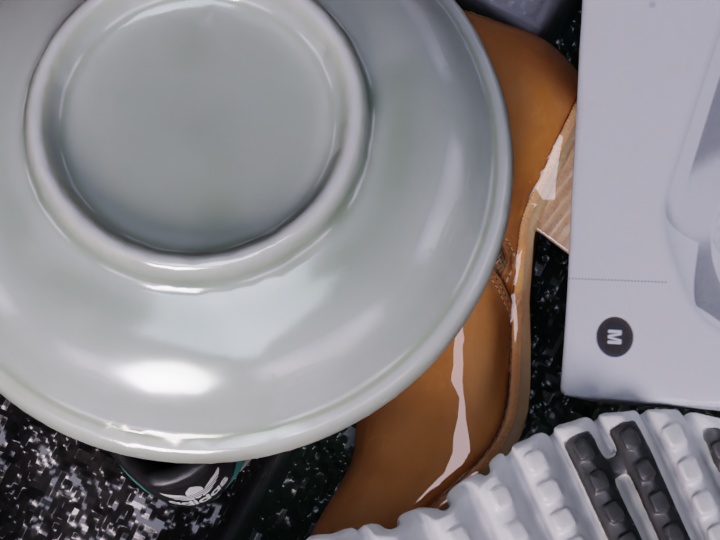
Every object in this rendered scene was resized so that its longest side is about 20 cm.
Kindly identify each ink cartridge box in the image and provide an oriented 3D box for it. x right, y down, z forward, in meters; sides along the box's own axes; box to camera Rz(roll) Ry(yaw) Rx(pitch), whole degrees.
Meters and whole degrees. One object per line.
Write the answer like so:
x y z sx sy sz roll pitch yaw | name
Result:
0.163 -0.052 0.759 0.199 0.041 0.200 1 88 26 | ink cartridge box

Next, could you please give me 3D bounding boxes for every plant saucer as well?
-0.051 -0.041 0.781 0.199 0.050 0.201 -1 71 2 | plant saucer

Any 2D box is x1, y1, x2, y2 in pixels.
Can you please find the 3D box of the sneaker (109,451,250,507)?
-0.086 -0.015 0.830 0.071 0.080 0.201 -25 92 1 | sneaker

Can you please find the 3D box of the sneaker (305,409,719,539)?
0.046 0.099 0.779 0.199 0.081 0.075 -16 73 -9 | sneaker

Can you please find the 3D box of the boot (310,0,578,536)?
0.000 0.000 0.845 0.155 0.074 0.200 36 84 0 | boot
